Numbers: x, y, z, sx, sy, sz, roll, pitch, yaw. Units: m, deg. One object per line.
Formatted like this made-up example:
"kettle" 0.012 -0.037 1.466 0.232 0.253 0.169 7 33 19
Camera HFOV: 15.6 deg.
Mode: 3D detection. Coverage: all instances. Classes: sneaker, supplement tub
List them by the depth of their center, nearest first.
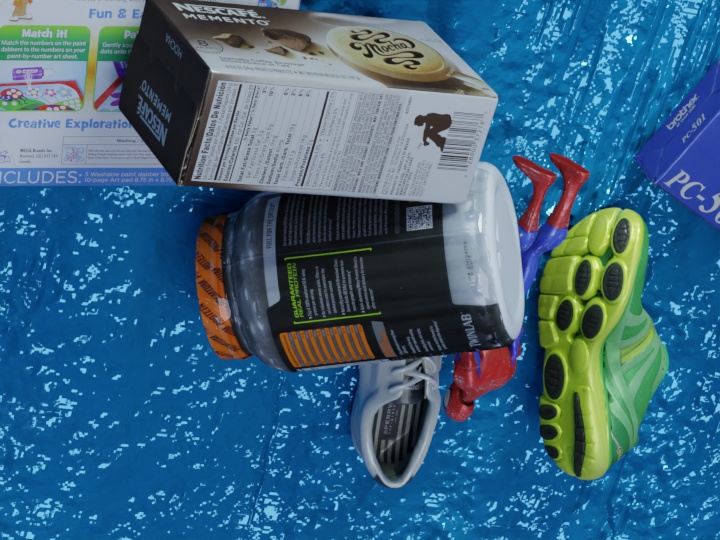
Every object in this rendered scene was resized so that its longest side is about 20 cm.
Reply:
"supplement tub" 0.000 0.000 1.712 0.199 0.123 0.123 -6 125 13
"sneaker" 0.034 0.058 1.811 0.073 0.071 0.201 -5 119 -14
"sneaker" 0.172 0.046 1.851 0.083 0.074 0.201 -19 124 -44

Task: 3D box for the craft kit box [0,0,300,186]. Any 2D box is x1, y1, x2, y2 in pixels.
"craft kit box" -0.140 -0.148 1.651 0.199 0.049 0.198 0 123 -17

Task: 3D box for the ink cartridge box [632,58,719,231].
"ink cartridge box" 0.293 -0.057 1.839 0.200 0.044 0.094 33 106 -31

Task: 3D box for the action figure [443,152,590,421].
"action figure" 0.096 0.015 1.799 0.065 0.052 0.201 -10 124 -52

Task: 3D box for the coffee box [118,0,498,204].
"coffee box" -0.033 -0.104 1.617 0.199 0.113 0.080 3 118 -28
